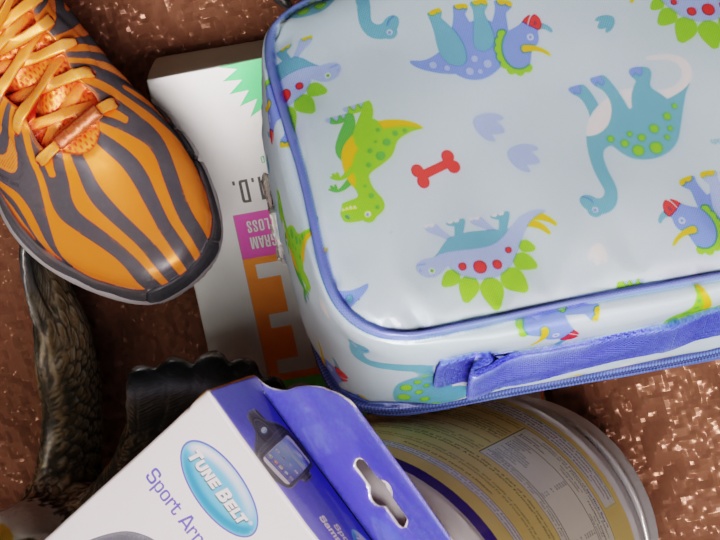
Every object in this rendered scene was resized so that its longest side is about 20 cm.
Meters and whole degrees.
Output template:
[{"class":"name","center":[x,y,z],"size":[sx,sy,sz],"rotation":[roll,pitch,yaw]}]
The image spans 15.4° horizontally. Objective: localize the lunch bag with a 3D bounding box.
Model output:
[{"class":"lunch bag","center":[0.066,-0.034,0.974],"size":[0.199,0.161,0.083],"rotation":[-12,152,-9]}]

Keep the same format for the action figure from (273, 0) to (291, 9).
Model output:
[{"class":"action figure","center":[-0.038,-0.154,0.988],"size":[0.119,0.199,0.102],"rotation":[-34,65,45]}]

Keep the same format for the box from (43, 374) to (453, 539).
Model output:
[{"class":"box","center":[-0.059,0.128,0.890],"size":[0.200,0.041,0.119],"rotation":[-43,78,25]}]

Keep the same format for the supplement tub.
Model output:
[{"class":"supplement tub","center":[0.023,0.123,0.984],"size":[0.145,0.200,0.146],"rotation":[3,99,24]}]

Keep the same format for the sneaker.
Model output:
[{"class":"sneaker","center":[-0.132,-0.076,0.997],"size":[0.078,0.112,0.200],"rotation":[-40,69,-6]}]

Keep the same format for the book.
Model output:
[{"class":"book","center":[0.000,0.000,1.087],"size":[0.133,0.048,0.201],"rotation":[-10,109,8]}]

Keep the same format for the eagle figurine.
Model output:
[{"class":"eagle figurine","center":[-0.110,0.084,1.085],"size":[0.151,0.151,0.201],"rotation":[23,104,-15]}]
